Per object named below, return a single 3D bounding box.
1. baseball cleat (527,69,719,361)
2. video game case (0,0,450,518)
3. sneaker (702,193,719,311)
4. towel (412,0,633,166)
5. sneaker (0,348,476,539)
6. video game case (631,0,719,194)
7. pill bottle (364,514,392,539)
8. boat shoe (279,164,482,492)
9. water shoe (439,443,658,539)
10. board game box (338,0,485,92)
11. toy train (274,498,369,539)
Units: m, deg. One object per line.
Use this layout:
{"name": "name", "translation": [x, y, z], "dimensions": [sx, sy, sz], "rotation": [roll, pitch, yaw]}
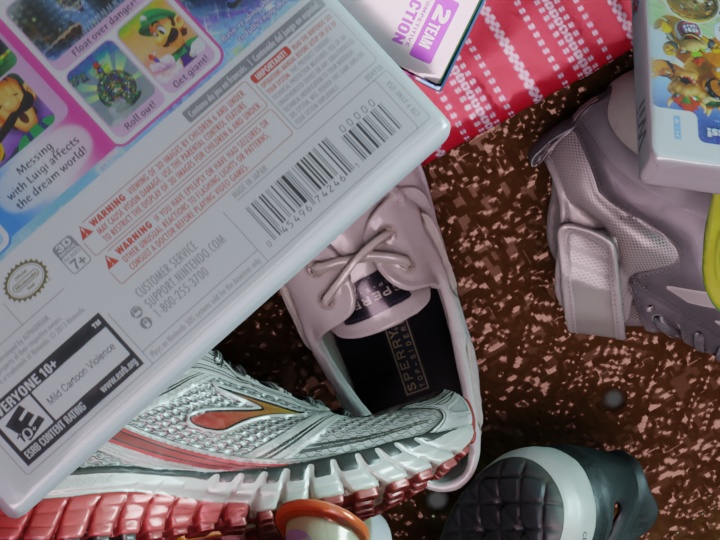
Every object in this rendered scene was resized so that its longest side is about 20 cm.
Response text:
{"name": "baseball cleat", "translation": [0.142, 0.013, 1.174], "dimensions": [0.106, 0.070, 0.200], "rotation": [-35, 101, 15]}
{"name": "video game case", "translation": [-0.102, -0.049, 1.011], "dimensions": [0.200, 0.024, 0.182], "rotation": [-42, 84, -10]}
{"name": "sneaker", "translation": [0.173, -0.044, 1.087], "dimensions": [0.074, 0.200, 0.084], "rotation": [23, 139, 8]}
{"name": "towel", "translation": [0.022, -0.114, 1.128], "dimensions": [0.200, 0.022, 0.145], "rotation": [-29, 112, 6]}
{"name": "sneaker", "translation": [-0.050, 0.057, 1.076], "dimensions": [0.200, 0.078, 0.082], "rotation": [-3, 75, -25]}
{"name": "video game case", "translation": [0.165, -0.105, 1.063], "dimensions": [0.143, 0.200, 0.018], "rotation": [8, 144, -9]}
{"name": "pill bottle", "translation": [-0.097, 0.098, 1.151], "dimensions": [0.200, 0.111, 0.111], "rotation": [30, 106, -16]}
{"name": "boat shoe", "translation": [0.000, 0.000, 1.129], "dimensions": [0.072, 0.066, 0.200], "rotation": [-19, 123, -2]}
{"name": "water shoe", "translation": [0.051, 0.150, 1.205], "dimensions": [0.079, 0.072, 0.200], "rotation": [-3, 140, -43]}
{"name": "board game box", "translation": [-0.028, -0.175, 1.069], "dimensions": [0.200, 0.040, 0.153], "rotation": [26, 102, -8]}
{"name": "toy train", "translation": [0.017, 0.133, 1.068], "dimensions": [0.150, 0.056, 0.200], "rotation": [0, 151, 2]}
